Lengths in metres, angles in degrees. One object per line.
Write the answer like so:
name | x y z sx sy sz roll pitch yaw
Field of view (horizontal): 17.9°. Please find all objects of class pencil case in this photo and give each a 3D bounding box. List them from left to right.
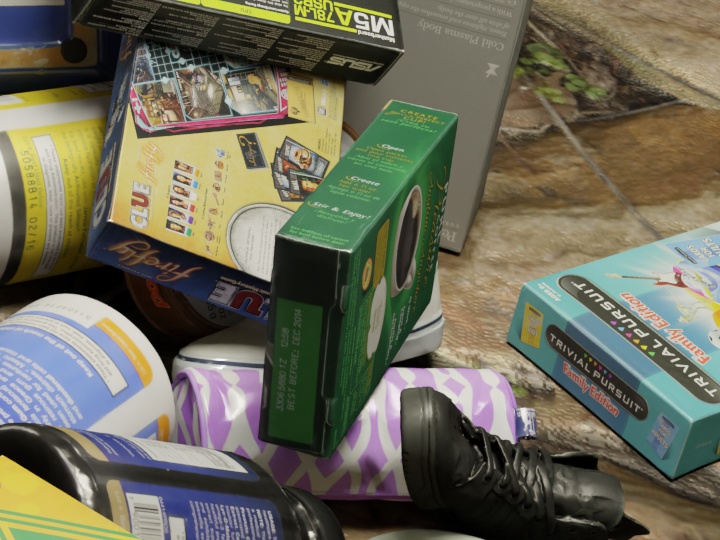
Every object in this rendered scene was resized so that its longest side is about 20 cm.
pencil case | -0.010 0.095 1.247 0.199 0.084 0.086 2 78 -18

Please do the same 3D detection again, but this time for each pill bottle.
pill bottle | -0.190 0.099 1.137 0.112 0.112 0.200 27 35 20
pill bottle | -0.161 -0.058 1.384 0.199 0.112 0.111 -12 41 -33
pill bottle | -0.098 0.136 1.071 0.200 0.112 0.112 15 21 -51

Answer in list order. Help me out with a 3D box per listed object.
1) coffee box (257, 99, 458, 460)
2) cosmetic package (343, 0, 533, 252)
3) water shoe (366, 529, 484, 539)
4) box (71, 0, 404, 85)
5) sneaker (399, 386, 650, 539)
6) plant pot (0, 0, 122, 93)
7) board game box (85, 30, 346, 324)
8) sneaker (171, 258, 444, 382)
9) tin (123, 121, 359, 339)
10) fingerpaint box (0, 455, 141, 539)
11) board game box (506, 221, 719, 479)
coffee box | 0.000 0.000 1.205 0.044 0.123 0.200 13 28 13
cosmetic package | 0.045 -0.123 1.483 0.106 0.201 0.090 15 31 6
water shoe | 0.076 0.192 1.137 0.199 0.072 0.079 18 38 9
box | -0.077 -0.216 1.354 0.199 0.048 0.194 9 61 -28
sneaker | 0.088 0.113 1.182 0.104 0.200 0.060 -7 56 11
plant pot | -0.241 -0.207 1.441 0.199 0.201 0.180 -2 15 -11
board game box | -0.078 -0.068 1.304 0.135 0.035 0.201 21 45 -18
sneaker | -0.031 0.025 1.332 0.073 0.071 0.200 11 18 42
tin | -0.061 -0.028 1.376 0.042 0.112 0.200 6 23 39
fingerpaint box | -0.117 0.204 0.925 0.166 0.201 0.073 29 36 20
board game box | 0.216 0.043 1.436 0.199 0.047 0.151 -16 43 -39
